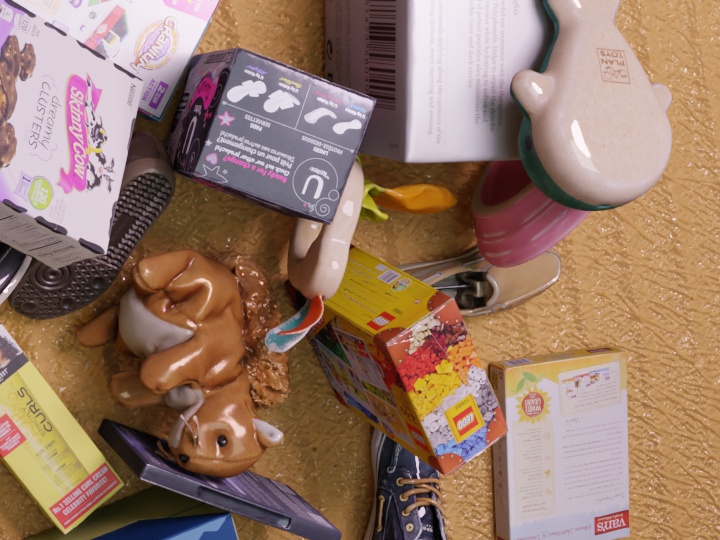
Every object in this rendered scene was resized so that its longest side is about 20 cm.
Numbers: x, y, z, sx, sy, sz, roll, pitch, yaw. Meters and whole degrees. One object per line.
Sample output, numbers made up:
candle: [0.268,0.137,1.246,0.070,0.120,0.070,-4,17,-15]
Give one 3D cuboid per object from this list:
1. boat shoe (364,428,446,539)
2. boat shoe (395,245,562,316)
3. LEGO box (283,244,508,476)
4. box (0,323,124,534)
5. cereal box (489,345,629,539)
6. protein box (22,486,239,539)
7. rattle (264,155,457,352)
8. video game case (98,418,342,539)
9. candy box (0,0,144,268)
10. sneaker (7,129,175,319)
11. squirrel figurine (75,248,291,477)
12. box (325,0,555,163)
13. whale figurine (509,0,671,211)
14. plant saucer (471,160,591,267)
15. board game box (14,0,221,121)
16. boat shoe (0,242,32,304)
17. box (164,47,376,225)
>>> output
boat shoe: [0.054,0.221,1.689,0.071,0.091,0.201,5,96,-25]
boat shoe: [0.117,0.016,1.703,0.200,0.076,0.072,-15,104,-22]
LEGO box: [0.030,0.076,1.593,0.077,0.200,0.149,-33,118,-17]
box: [-0.297,0.133,1.545,0.075,0.050,0.200,-39,112,-16]
cereal box: [0.204,0.184,1.789,0.144,0.040,0.201,-6,101,-24]
protein box: [-0.199,0.324,1.572,0.198,0.135,0.201,-20,106,-20]
rattle: [0.000,0.000,1.559,0.143,0.130,0.200,30,42,-30]
video game case: [-0.127,0.190,1.580,0.200,0.143,0.019,23,92,-26]
candy box: [-0.283,-0.119,1.416,0.200,0.071,0.168,30,59,-40]
sneaker: [-0.232,-0.038,1.531,0.200,0.076,0.070,-41,127,20]
squirrel figurine: [-0.123,0.085,1.551,0.200,0.141,0.187,-17,72,-48]
box: [0.076,-0.204,1.583,0.171,0.200,0.200,-4,100,-23]
whale figurine: [0.188,-0.147,1.496,0.159,0.104,0.201,0,75,-27]
plant saucer: [0.173,-0.095,1.645,0.051,0.200,0.201,40,81,-18]
board game box: [-0.229,-0.242,1.525,0.200,0.040,0.153,29,85,-25]
boat shoe: [-0.367,0.031,1.487,0.200,0.073,0.063,-40,115,-9]
box: [-0.087,-0.116,1.513,0.132,0.200,0.115,19,89,-16]
